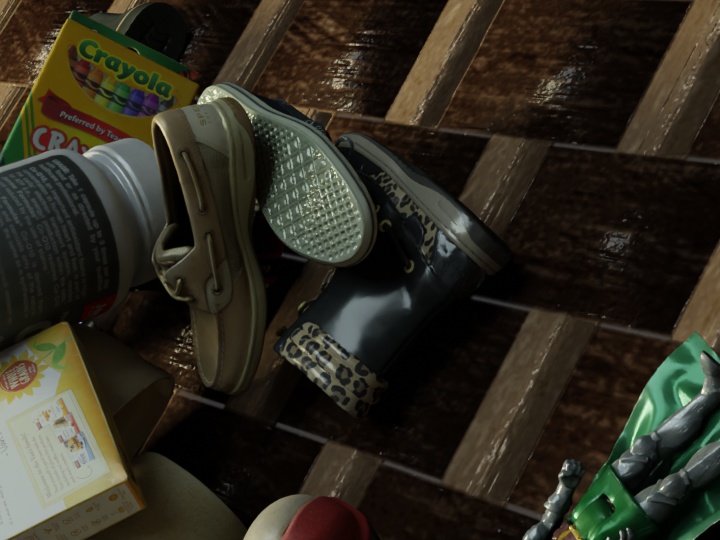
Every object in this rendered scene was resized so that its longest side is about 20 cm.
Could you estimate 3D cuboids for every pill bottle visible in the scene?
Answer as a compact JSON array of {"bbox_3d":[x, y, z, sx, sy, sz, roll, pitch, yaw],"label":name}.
[{"bbox_3d":[-0.219,-0.012,1.200,0.199,0.114,0.114,-22,20,-34],"label":"pill bottle"}]

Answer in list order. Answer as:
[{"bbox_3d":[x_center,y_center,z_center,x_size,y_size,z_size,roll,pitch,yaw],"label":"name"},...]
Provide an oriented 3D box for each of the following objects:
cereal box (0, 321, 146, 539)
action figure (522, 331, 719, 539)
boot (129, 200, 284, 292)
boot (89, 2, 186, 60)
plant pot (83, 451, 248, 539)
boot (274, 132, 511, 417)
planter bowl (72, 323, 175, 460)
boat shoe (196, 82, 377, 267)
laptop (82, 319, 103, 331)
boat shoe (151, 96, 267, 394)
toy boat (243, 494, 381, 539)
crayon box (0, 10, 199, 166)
[{"bbox_3d":[-0.244,0.129,1.122,0.199,0.040,0.144,-26,48,-3],"label":"cereal box"},{"bbox_3d":[0.135,0.134,0.989,0.200,0.055,0.118,-48,38,12],"label":"action figure"},{"bbox_3d":[-0.130,-0.020,1.382,0.150,0.200,0.074,-2,92,12],"label":"boot"},{"bbox_3d":[-0.254,-0.158,1.668,0.200,0.078,0.138,-48,29,-20],"label":"boot"},{"bbox_3d":[-0.164,0.219,1.154,0.200,0.188,0.187,-48,33,-19],"label":"plant pot"},{"bbox_3d":[0.000,0.000,1.229,0.151,0.073,0.200,-52,38,1],"label":"boot"},{"bbox_3d":[-0.243,0.108,1.268,0.200,0.135,0.200,-50,-7,-8],"label":"planter bowl"},{"bbox_3d":[-0.039,-0.065,1.199,0.200,0.062,0.075,41,116,47],"label":"boat shoe"},{"bbox_3d":[-0.304,0.091,1.449,0.187,0.116,0.200,-43,29,12],"label":"laptop"},{"bbox_3d":[-0.105,-0.011,1.193,0.071,0.064,0.201,29,126,56],"label":"boat shoe"},{"bbox_3d":[-0.021,0.234,1.033,0.130,0.131,0.201,17,69,22],"label":"toy boat"},{"bbox_3d":[-0.218,-0.119,1.530,0.051,0.127,0.201,-41,27,62],"label":"crayon box"}]
